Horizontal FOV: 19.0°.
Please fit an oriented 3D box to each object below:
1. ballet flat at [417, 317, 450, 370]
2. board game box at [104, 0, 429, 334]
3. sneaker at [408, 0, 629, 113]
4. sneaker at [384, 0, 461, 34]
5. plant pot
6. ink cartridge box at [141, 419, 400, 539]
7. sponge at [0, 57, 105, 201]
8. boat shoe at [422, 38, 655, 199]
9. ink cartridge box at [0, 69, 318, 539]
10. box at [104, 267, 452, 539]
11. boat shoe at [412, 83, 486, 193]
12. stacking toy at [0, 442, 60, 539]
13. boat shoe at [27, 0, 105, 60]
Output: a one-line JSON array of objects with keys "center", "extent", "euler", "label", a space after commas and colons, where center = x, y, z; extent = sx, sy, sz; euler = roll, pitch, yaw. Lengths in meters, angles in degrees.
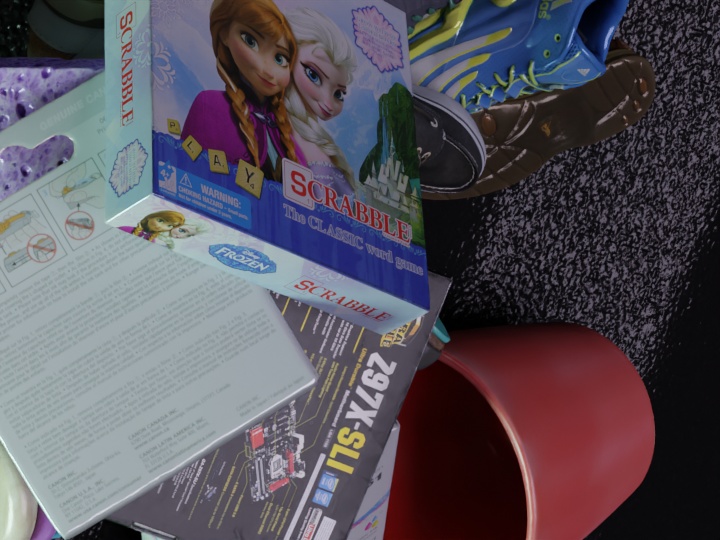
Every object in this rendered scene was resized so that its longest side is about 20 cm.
[{"center": [0.000, 0.000, 1.381], "extent": [0.068, 0.200, 0.068], "euler": [-36, 123, 13], "label": "ballet flat"}, {"center": [-0.050, -0.087, 1.159], "extent": [0.200, 0.041, 0.200], "euler": [23, 52, -40], "label": "board game box"}, {"center": [0.091, -0.139, 1.375], "extent": [0.200, 0.105, 0.076], "euler": [-47, 137, 7], "label": "sneaker"}, {"center": [0.025, -0.163, 1.321], "extent": [0.200, 0.087, 0.075], "euler": [113, -8, -50], "label": "sneaker"}, {"center": [0.101, 0.125, 1.524], "extent": [0.177, 0.200, 0.201], "euler": [-19, 122, -45], "label": "plant pot"}, {"center": [-0.060, 0.146, 1.367], "extent": [0.144, 0.085, 0.200], "euler": [-31, 155, -19], "label": "ink cartridge box"}, {"center": [-0.227, -0.059, 1.156], "extent": [0.199, 0.030, 0.112], "euler": [1, 106, 2], "label": "sponge"}, {"center": [0.102, -0.108, 1.482], "extent": [0.200, 0.068, 0.072], "euler": [-22, 128, -11], "label": "boat shoe"}, {"center": [-0.139, 0.016, 1.143], "extent": [0.162, 0.057, 0.200], "euler": [-31, 90, -7], "label": "ink cartridge box"}, {"center": [-0.057, 0.065, 1.222], "extent": [0.159, 0.049, 0.201], "euler": [23, 88, -27], "label": "box"}, {"center": [0.011, -0.086, 1.326], "extent": [0.069, 0.057, 0.200], "euler": [-38, 138, 22], "label": "boat shoe"}, {"center": [-0.161, 0.125, 1.364], "extent": [0.200, 0.085, 0.086], "euler": [-8, 116, -44], "label": "stacking toy"}, {"center": [-0.113, -0.146, 1.280], "extent": [0.200, 0.075, 0.069], "euler": [-4, 132, -41], "label": "boat shoe"}]
